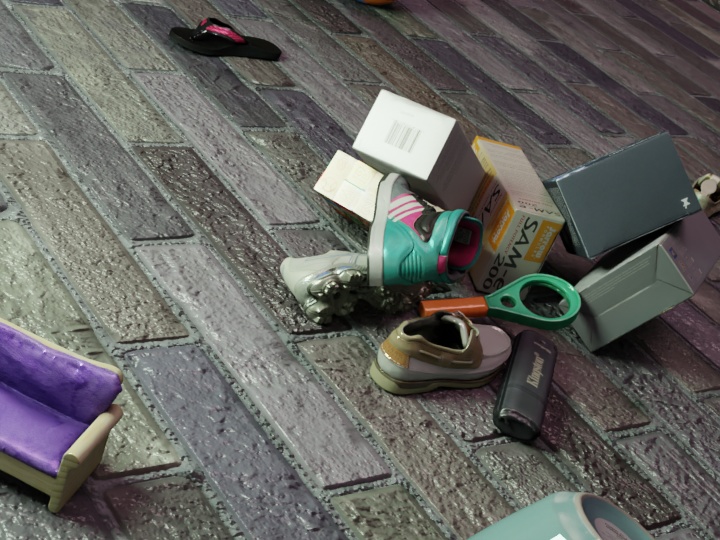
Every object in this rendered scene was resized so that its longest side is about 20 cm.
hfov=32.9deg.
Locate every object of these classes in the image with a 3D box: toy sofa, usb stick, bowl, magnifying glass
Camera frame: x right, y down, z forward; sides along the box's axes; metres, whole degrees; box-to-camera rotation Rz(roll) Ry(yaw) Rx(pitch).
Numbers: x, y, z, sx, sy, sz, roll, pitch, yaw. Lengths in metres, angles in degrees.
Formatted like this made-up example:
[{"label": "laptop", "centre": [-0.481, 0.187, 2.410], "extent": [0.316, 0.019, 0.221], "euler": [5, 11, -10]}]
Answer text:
[{"label": "toy sofa", "centre": [-0.297, 0.098, 0.981], "extent": [0.200, 0.098, 0.083], "euler": [26, 28, 5]}, {"label": "usb stick", "centre": [0.185, 0.124, 1.353], "extent": [0.055, 0.033, 0.200], "euler": [24, 28, 4]}, {"label": "bowl", "centre": [0.187, 0.257, 0.987], "extent": [0.201, 0.105, 0.201], "euler": [36, 16, -12]}, {"label": "magnifying glass", "centre": [0.167, 0.040, 1.446], "extent": [0.200, 0.022, 0.080], "euler": [-5, 47, -15]}]

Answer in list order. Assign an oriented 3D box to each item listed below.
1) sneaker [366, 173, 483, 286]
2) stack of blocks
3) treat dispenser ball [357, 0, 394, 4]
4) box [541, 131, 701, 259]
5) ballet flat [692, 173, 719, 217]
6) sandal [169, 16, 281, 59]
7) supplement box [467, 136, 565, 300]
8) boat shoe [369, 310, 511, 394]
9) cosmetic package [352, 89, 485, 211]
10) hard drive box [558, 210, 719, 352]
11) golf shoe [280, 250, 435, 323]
[{"label": "sneaker", "centre": [0.074, -0.047, 1.337], "extent": [0.121, 0.084, 0.200], "euler": [3, 33, 5]}, {"label": "stack of blocks", "centre": [0.051, -0.062, 1.498], "extent": [0.200, 0.059, 0.115], "euler": [32, -3, 17]}, {"label": "treat dispenser ball", "centre": [0.030, -0.611, 2.338], "extent": [0.201, 0.201, 0.201], "euler": [17, 28, -10]}, {"label": "box", "centre": [0.321, -0.093, 1.539], "extent": [0.200, 0.148, 0.107], "euler": [-61, 128, -87]}, {"label": "ballet flat", "centre": [0.587, -0.129, 2.051], "extent": [0.067, 0.062, 0.200], "euler": [30, 29, 13]}, {"label": "sandal", "centre": [-0.209, -0.367, 1.906], "extent": [0.200, 0.045, 0.075], "euler": [-2, 37, -38]}, {"label": "supplement box", "centre": [0.181, -0.071, 1.590], "extent": [0.073, 0.126, 0.200], "euler": [13, 29, -20]}, {"label": "boat shoe", "centre": [0.101, 0.083, 1.325], "extent": [0.200, 0.068, 0.075], "euler": [-10, 43, -46]}, {"label": "cosmetic package", "centre": [0.075, -0.134, 1.494], "extent": [0.108, 0.085, 0.200], "euler": [25, -4, 18]}, {"label": "hard drive box", "centre": [0.359, 0.004, 1.541], "extent": [0.077, 0.156, 0.200], "euler": [55, 33, 0]}, {"label": "golf shoe", "centre": [0.000, 0.000, 1.395], "extent": [0.200, 0.078, 0.097], "euler": [-3, 31, -41]}]
